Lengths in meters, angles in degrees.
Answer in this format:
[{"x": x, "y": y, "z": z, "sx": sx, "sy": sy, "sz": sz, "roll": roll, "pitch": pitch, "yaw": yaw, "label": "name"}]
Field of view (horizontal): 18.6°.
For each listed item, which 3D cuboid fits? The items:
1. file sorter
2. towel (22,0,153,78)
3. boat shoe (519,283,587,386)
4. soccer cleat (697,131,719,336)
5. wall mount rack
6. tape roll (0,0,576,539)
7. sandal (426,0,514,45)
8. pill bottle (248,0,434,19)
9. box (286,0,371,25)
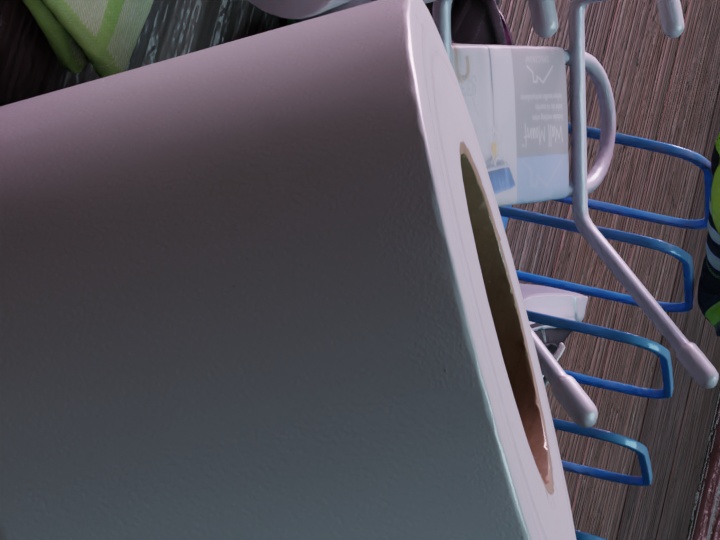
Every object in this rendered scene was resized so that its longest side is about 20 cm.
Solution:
[{"x": 0.092, "y": 0.037, "z": 1.068, "sx": 0.139, "sy": 0.122, "sz": 0.201, "roll": 59, "pitch": 44, "yaw": -73, "label": "file sorter"}, {"x": -0.075, "y": -0.176, "z": 0.673, "sx": 0.149, "sy": 0.031, "sz": 0.201, "roll": 56, "pitch": 50, "yaw": -66, "label": "towel"}, {"x": 0.083, "y": 0.045, "z": 1.291, "sx": 0.199, "sy": 0.073, "sz": 0.068, "roll": -14, "pitch": 111, "yaw": -72, "label": "boat shoe"}, {"x": 0.194, "y": -0.022, "z": 1.041, "sx": 0.200, "sy": 0.067, "sz": 0.081, "roll": 69, "pitch": 23, "yaw": -68, "label": "soccer cleat"}, {"x": 0.085, "y": -0.032, "z": 0.895, "sx": 0.200, "sy": 0.074, "sz": 0.174, "roll": -9, "pitch": 96, "yaw": -56, "label": "wall mount rack"}, {"x": -0.022, "y": 0.031, "z": 0.656, "sx": 0.203, "sy": 0.139, "sz": 0.203, "roll": -15, "pitch": 90, "yaw": -82, "label": "tape roll"}, {"x": 0.051, "y": -0.094, "z": 0.955, "sx": 0.075, "sy": 0.048, "sz": 0.201, "roll": 41, "pitch": 62, "yaw": -73, "label": "sandal"}, {"x": 0.036, "y": -0.164, "z": 0.813, "sx": 0.200, "sy": 0.112, "sz": 0.113, "roll": -29, "pitch": 134, "yaw": -36, "label": "pill bottle"}, {"x": 0.008, "y": -0.129, "z": 0.954, "sx": 0.117, "sy": 0.048, "sz": 0.201, "roll": -42, "pitch": 139, "yaw": -65, "label": "box"}]
